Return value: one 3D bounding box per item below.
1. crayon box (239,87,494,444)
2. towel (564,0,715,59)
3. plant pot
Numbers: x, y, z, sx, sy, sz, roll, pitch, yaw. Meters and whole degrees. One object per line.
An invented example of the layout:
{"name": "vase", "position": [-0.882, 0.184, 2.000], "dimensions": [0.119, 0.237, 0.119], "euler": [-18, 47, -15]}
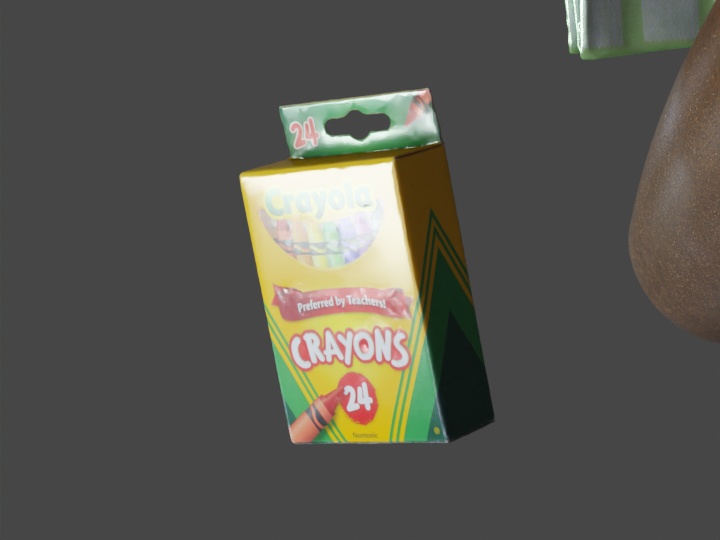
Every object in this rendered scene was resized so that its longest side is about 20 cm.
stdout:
{"name": "crayon box", "position": [0.000, 0.000, 1.501], "dimensions": [0.126, 0.051, 0.202], "euler": [-5, 100, 42]}
{"name": "towel", "position": [0.166, -0.207, 1.251], "dimensions": [0.148, 0.031, 0.202], "euler": [-5, 106, 4]}
{"name": "plant pot", "position": [0.215, -0.050, 1.233], "dimensions": [0.188, 0.186, 0.200], "euler": [57, 146, 11]}
